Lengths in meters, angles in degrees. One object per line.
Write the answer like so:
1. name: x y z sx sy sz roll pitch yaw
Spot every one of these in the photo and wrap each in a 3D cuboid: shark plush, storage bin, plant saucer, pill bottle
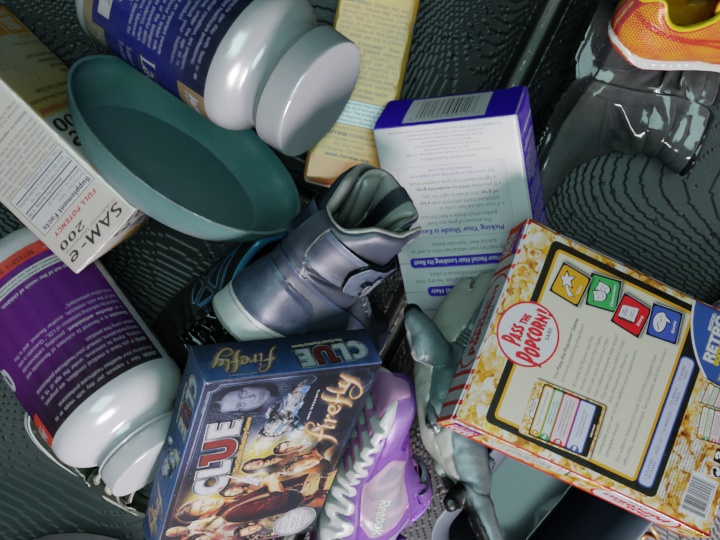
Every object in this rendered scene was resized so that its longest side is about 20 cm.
1. shark plush: 0.081 0.098 0.917 0.082 0.091 0.202 -8 60 7
2. storage bin: 0.156 0.163 1.006 0.145 0.134 0.200 39 95 -3
3. plant saucer: -0.136 -0.083 0.961 0.199 0.200 0.036 38 114 -3
4. pill bottle: -0.211 0.068 0.982 0.112 0.112 0.200 -40 74 3
5. pill bottle: -0.104 -0.175 0.956 0.199 0.116 0.116 35 95 19

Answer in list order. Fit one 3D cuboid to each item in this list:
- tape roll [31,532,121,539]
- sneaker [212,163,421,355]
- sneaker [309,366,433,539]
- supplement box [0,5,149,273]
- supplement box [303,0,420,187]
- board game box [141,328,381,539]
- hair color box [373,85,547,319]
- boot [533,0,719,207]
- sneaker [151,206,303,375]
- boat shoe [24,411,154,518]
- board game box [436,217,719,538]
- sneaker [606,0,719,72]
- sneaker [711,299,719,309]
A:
1. tape roll: -0.240 0.319 1.052 0.200 0.071 0.205 0 95 1
2. sneaker: 0.001 0.001 0.954 0.146 0.202 0.077 -46 66 15
3. sneaker: 0.019 0.154 1.010 0.087 0.081 0.201 7 131 -12
4. supplement box: -0.243 -0.104 0.981 0.200 0.126 0.074 44 106 -4
5. supplement box: 0.006 -0.163 1.011 0.068 0.067 0.202 10 96 -1
6. board game box: -0.076 0.129 0.944 0.134 0.035 0.201 -5 136 -27
7. hair color box: 0.084 -0.031 0.980 0.108 0.065 0.202 -3 115 17
8. boot: 0.203 -0.102 1.018 0.131 0.070 0.202 25 99 -7
9. sneaker: -0.108 0.028 1.020 0.073 0.082 0.200 40 95 -4
10. boat shoe: -0.181 0.155 1.040 0.199 0.064 0.071 27 95 -2
11. board game box: 0.172 0.075 0.902 0.198 0.046 0.153 25 77 -6
12. sneaker: 0.281 -0.191 0.974 0.198 0.077 0.074 -9 63 -29
13. sneaker: 0.292 0.035 1.031 0.198 0.073 0.116 0 92 -10
